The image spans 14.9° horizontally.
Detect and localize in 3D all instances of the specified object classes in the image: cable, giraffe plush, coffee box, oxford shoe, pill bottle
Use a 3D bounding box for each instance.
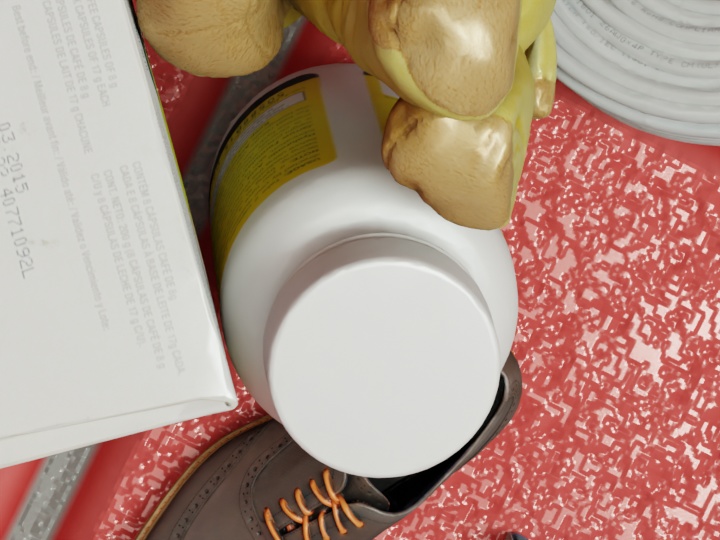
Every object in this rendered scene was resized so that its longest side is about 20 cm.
[{"bbox_3d":[0.143,-0.149,1.066,0.199,0.069,0.201,25,98,18],"label":"cable"},{"bbox_3d":[-0.013,-0.118,0.972,0.161,0.200,0.174,7,107,10],"label":"giraffe plush"},{"bbox_3d":[-0.168,-0.027,1.036,0.199,0.198,0.201,-15,94,-3],"label":"coffee box"},{"bbox_3d":[-0.021,0.088,1.113,0.200,0.073,0.071,-39,95,1],"label":"oxford shoe"},{"bbox_3d":[0.000,0.000,1.035,0.111,0.200,0.112,-1,110,-4],"label":"pill bottle"}]

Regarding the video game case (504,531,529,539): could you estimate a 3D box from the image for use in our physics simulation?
[{"bbox_3d":[0.105,0.237,1.143,0.199,0.045,0.182,29,92,-4],"label":"video game case"}]
